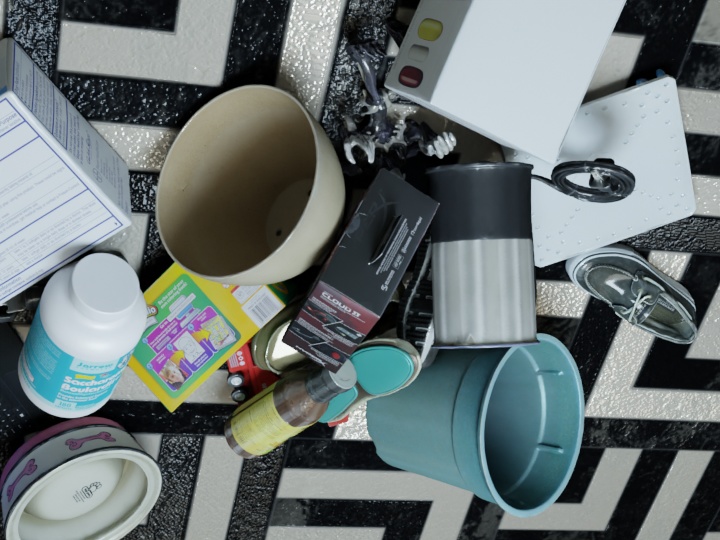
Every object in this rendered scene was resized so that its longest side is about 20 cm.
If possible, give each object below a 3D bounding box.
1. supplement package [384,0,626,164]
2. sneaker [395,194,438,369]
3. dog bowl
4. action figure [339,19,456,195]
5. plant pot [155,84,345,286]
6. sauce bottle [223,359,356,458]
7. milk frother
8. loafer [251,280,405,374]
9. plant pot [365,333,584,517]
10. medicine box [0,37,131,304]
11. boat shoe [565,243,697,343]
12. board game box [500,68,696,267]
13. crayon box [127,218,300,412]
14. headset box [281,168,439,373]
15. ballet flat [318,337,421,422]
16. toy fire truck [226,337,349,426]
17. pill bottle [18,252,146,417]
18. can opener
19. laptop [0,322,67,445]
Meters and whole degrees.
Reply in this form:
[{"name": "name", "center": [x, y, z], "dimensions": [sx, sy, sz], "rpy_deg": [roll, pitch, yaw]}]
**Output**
[{"name": "supplement package", "center": [0.143, -0.231, 1.336], "dimensions": [0.154, 0.111, 0.202], "rpy_deg": [21, 96, -28]}, {"name": "sneaker", "center": [0.097, 0.014, 1.559], "dimensions": [0.079, 0.073, 0.203], "rpy_deg": [13, 93, -33]}, {"name": "dog bowl", "center": [-0.342, 0.258, 1.675], "dimensions": [0.198, 0.074, 0.202], "rpy_deg": [-22, 141, -19]}, {"name": "action figure", "center": [0.029, -0.147, 1.437], "dimensions": [0.117, 0.102, 0.202], "rpy_deg": [-15, 130, -15]}, {"name": "plant pot", "center": [-0.092, -0.069, 1.430], "dimensions": [0.199, 0.202, 0.134], "rpy_deg": [-35, 148, 17]}, {"name": "sauce bottle", "center": [-0.079, 0.153, 1.583], "dimensions": [0.064, 0.065, 0.199], "rpy_deg": [24, 142, -29]}, {"name": "milk frother", "center": [0.178, -0.018, 1.455], "dimensions": [0.179, 0.191, 0.198], "rpy_deg": [-2, 179, -44]}, {"name": "loafer", "center": [-0.030, 0.059, 1.583], "dimensions": [0.198, 0.067, 0.077], "rpy_deg": [-28, 122, -14]}, {"name": "plant pot", "center": [0.123, 0.165, 1.607], "dimensions": [0.194, 0.202, 0.200], "rpy_deg": [5, 147, 43]}, {"name": "medicine box", "center": [-0.357, -0.094, 1.392], "dimensions": [0.181, 0.104, 0.200], "rpy_deg": [-29, 129, 12]}, {"name": "boat shoe", "center": [0.333, 0.028, 1.667], "dimensions": [0.198, 0.071, 0.072], "rpy_deg": [21, 122, -26]}, {"name": "board game box", "center": [0.267, -0.112, 1.566], "dimensions": [0.197, 0.026, 0.201], "rpy_deg": [-19, 131, 3]}, {"name": "crayon box", "center": [-0.178, 0.047, 1.544], "dimensions": [0.200, 0.058, 0.119], "rpy_deg": [-42, 92, 22]}, {"name": "headset box", "center": [0.000, 0.000, 1.447], "dimensions": [0.074, 0.150, 0.200], "rpy_deg": [30, 152, -2]}, {"name": "ballet flat", "center": [0.007, 0.112, 1.579], "dimensions": [0.199, 0.062, 0.068], "rpy_deg": [-31, 97, 45]}, {"name": "toy fire truck", "center": [-0.090, 0.107, 1.654], "dimensions": [0.139, 0.049, 0.202], "rpy_deg": [-12, 130, -3]}, {"name": "pill bottle", "center": [-0.287, 0.064, 1.455], "dimensions": [0.109, 0.112, 0.200], "rpy_deg": [9, 146, -19]}, {"name": "can opener", "center": [-0.352, 0.022, 1.536], "dimensions": [0.197, 0.054, 0.067], "rpy_deg": [-5, 163, -9]}, {"name": "laptop", "center": [-0.454, 0.178, 1.596], "dimensions": [0.198, 0.104, 0.178], "rpy_deg": [-21, 131, 6]}]
